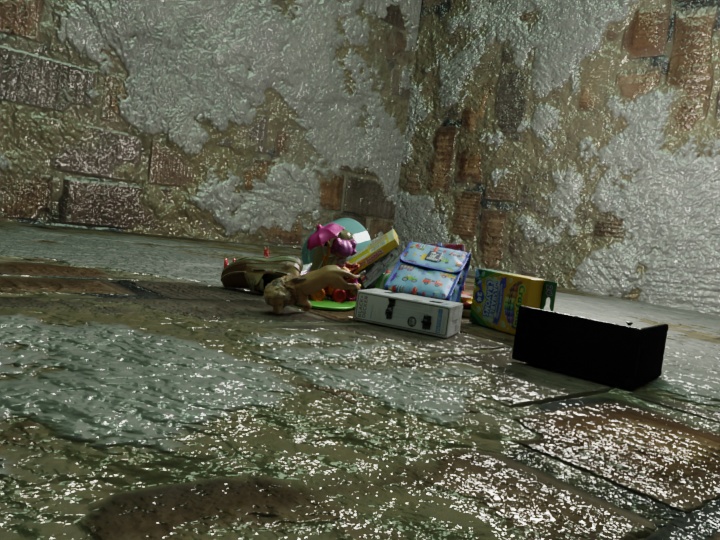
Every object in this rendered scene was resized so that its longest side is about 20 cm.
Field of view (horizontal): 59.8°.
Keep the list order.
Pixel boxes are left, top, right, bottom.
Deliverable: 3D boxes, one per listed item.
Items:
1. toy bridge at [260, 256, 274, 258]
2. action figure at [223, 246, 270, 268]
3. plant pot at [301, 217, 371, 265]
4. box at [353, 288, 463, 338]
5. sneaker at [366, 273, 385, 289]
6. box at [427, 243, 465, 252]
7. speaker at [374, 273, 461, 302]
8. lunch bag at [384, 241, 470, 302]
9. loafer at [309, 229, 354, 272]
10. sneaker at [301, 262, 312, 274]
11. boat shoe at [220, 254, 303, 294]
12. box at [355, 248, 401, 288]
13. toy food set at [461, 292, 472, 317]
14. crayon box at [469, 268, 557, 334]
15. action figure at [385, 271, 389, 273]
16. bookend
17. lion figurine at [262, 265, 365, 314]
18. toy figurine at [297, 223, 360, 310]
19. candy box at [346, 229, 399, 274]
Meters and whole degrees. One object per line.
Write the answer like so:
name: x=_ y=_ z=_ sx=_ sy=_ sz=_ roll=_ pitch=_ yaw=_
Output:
toy bridge: x=-0.223 y=-0.007 z=1.635 sx=0.066 sy=0.028 sz=0.200 roll=-23 pitch=-12 yaw=0
action figure: x=-0.318 y=-0.035 z=1.903 sx=0.197 sy=0.101 sz=0.065 roll=12 pitch=7 yaw=26
plant pot: x=-0.087 y=-0.052 z=1.934 sx=0.198 sy=0.204 sz=0.160 roll=10 pitch=16 yaw=34
box: x=0.098 y=0.083 z=1.269 sx=0.197 sy=0.061 sz=0.116 roll=9 pitch=4 yaw=23
sneaker: x=0.086 y=0.049 z=1.647 sx=0.087 sy=0.077 sz=0.199 roll=18 pitch=9 yaw=39
box: x=0.221 y=-0.005 z=1.603 sx=0.094 sy=0.101 sz=0.200 roll=2 pitch=-7 yaw=10
speaker: x=0.135 y=0.059 z=1.490 sx=0.197 sy=0.090 sz=0.088 roll=10 pitch=5 yaw=28
lunch bag: x=0.158 y=0.012 z=1.414 sx=0.148 sy=0.095 sz=0.201 roll=9 pitch=45 yaw=20
loafer: x=-0.094 y=-0.024 z=1.534 sx=0.067 sy=0.201 sz=0.076 roll=39 pitch=-18 yaw=-10
sneaker: x=-0.173 y=0.014 z=1.611 sx=0.098 sy=0.076 sz=0.199 roll=6 pitch=2 yaw=32
boat shoe: x=-0.234 y=0.014 z=1.468 sx=0.197 sy=0.076 sz=0.075 roll=-10 pitch=45 yaw=11
box: x=0.000 y=0.000 z=1.594 sx=0.136 sy=0.040 sz=0.199 roll=-39 pitch=14 yaw=-28
toy food set: x=0.285 y=0.088 z=1.624 sx=0.198 sy=0.050 sz=0.196 roll=12 pitch=6 yaw=42
crayon box: x=0.333 y=0.071 z=1.387 sx=0.051 sy=0.128 sz=0.199 roll=4 pitch=5 yaw=-35
action figure: x=0.132 y=0.021 z=1.858 sx=0.196 sy=0.101 sz=0.065 roll=5 pitch=3 yaw=-4
bookend: x=0.392 y=0.121 z=1.060 sx=0.197 sy=0.094 sz=0.199 roll=10 pitch=4 yaw=38
lion figurine: x=-0.090 y=0.026 z=1.236 sx=0.198 sy=0.073 sz=0.123 roll=-27 pitch=-26 yaw=2
toy figurine: x=-0.057 y=-0.012 z=1.422 sx=0.197 sy=0.187 sz=0.150 roll=6 pitch=4 yaw=-30
candy box: x=0.004 y=-0.028 z=1.526 sx=0.198 sy=0.027 sz=0.102 roll=-33 pitch=11 yaw=10
